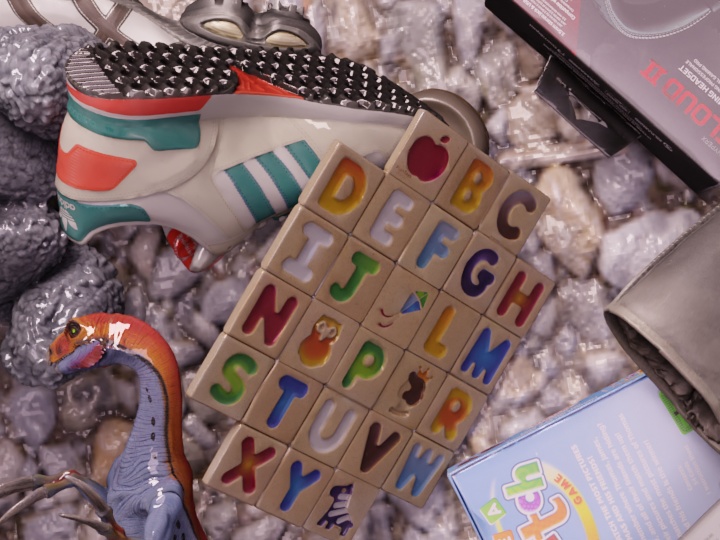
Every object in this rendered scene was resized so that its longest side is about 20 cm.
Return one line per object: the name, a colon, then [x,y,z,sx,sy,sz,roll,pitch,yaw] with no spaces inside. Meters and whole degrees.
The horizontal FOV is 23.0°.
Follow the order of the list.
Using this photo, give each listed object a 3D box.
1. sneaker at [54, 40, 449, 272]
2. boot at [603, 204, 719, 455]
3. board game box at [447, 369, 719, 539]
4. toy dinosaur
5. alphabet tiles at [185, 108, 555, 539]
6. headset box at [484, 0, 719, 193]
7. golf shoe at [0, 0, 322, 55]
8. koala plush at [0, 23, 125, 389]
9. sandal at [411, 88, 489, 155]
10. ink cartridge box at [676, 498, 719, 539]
sneaker: [-0.053,-0.049,0.820,0.198,0.070,0.094,-1,118,-36]
boot: [0.236,0.013,0.829,0.182,0.073,0.200,42,70,2]
board game box: [0.163,0.122,0.877,0.198,0.037,0.153,-27,89,0]
toy dinosaur: [-0.107,0.113,0.835,0.104,0.199,0.183,21,96,34]
alphabet tiles: [0.010,0.031,0.844,0.166,0.006,0.201,30,90,-40]
headset box: [0.166,-0.147,0.859,0.149,0.077,0.200,42,90,2]
golf shoe: [-0.120,-0.095,0.870,0.197,0.078,0.096,9,90,3]
koala plush: [-0.222,-0.013,0.792,0.182,0.200,0.179,10,116,14]
sandal: [0.000,0.000,0.875,0.081,0.055,0.201,34,91,2]
ink cartridge box: [0.208,0.198,0.786,0.200,0.057,0.163,47,111,13]
